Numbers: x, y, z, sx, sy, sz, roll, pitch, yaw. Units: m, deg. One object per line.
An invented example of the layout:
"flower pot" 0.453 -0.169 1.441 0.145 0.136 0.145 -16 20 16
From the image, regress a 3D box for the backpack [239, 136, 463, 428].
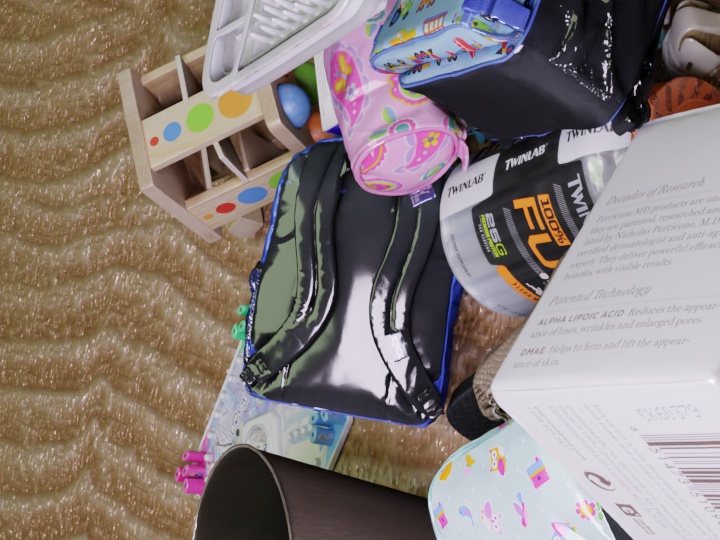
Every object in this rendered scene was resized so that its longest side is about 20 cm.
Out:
"backpack" 0.000 0.000 1.252 0.168 0.161 0.202 -41 -41 -85

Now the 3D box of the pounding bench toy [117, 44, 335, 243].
"pounding bench toy" -0.091 -0.115 1.474 0.155 0.200 0.125 -23 61 15

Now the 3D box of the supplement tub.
"supplement tub" 0.153 -0.048 1.085 0.199 0.122 0.124 -25 62 51

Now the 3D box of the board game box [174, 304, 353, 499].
"board game box" -0.093 0.159 1.485 0.200 0.026 0.201 46 121 50

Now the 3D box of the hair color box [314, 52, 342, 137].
"hair color box" 0.050 -0.183 1.218 0.199 0.064 0.110 -29 61 45

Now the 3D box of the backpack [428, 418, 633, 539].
"backpack" 0.138 0.142 1.052 0.200 0.126 0.168 -36 63 52

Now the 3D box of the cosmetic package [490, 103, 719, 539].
"cosmetic package" 0.210 0.033 0.879 0.164 0.165 0.201 -9 41 54

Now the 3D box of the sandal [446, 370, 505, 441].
"sandal" 0.127 0.062 1.149 0.200 0.075 0.048 -37 21 49

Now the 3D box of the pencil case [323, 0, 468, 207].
"pencil case" 0.014 -0.149 1.144 0.087 0.087 0.202 -43 52 42

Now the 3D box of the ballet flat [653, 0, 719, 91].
"ballet flat" 0.236 -0.164 1.041 0.200 0.065 0.071 -44 46 41

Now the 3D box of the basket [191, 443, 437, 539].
"basket" -0.004 0.221 1.183 0.136 0.199 0.182 -24 63 50

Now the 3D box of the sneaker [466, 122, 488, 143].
"sneaker" 0.038 -0.136 1.315 0.199 0.073 0.083 -3 74 56

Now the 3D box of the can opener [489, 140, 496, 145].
"can opener" 0.123 -0.160 1.218 0.066 0.052 0.202 3 86 52

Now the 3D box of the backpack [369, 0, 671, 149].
"backpack" 0.115 -0.189 0.997 0.182 0.134 0.201 3 67 66

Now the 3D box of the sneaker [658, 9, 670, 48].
"sneaker" 0.167 -0.234 1.128 0.091 0.077 0.202 -5 65 51

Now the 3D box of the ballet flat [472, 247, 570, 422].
"ballet flat" 0.127 0.042 1.056 0.200 0.067 0.047 -50 8 48

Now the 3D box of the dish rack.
"dish rack" -0.032 -0.206 1.088 0.199 0.043 0.173 -22 53 55
